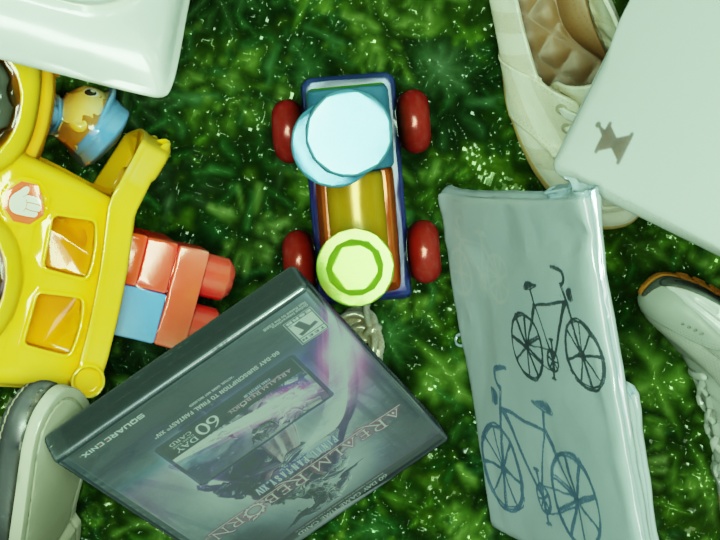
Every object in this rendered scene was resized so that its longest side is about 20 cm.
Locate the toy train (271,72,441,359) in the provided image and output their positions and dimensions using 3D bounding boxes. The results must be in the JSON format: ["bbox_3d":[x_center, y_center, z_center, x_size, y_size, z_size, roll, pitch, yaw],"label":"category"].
[{"bbox_3d":[0.000,0.000,0.888,0.085,0.116,0.200,-4,96,2],"label":"toy train"}]

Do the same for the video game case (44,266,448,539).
[{"bbox_3d":[-0.049,0.085,0.874,0.143,0.200,0.019,-35,55,4],"label":"video game case"}]

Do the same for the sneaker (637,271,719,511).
[{"bbox_3d":[0.209,0.089,0.919,0.200,0.076,0.092,45,99,-3],"label":"sneaker"}]

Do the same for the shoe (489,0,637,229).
[{"bbox_3d":[0.104,-0.115,0.905,0.070,0.053,0.200,-19,96,3],"label":"shoe"}]

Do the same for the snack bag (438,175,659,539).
[{"bbox_3d":[0.091,0.051,0.861,0.021,0.189,0.200,-12,96,-17],"label":"snack bag"}]

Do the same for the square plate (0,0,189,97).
[{"bbox_3d":[-0.171,-0.186,0.842,0.198,0.028,0.200,13,53,-7],"label":"square plate"}]

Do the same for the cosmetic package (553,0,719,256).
[{"bbox_3d":[0.232,-0.066,0.810,0.165,0.200,0.165,31,99,39],"label":"cosmetic package"}]

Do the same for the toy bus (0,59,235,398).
[{"bbox_3d":[-0.157,-0.032,0.889,0.192,0.136,0.200,11,94,-13],"label":"toy bus"}]

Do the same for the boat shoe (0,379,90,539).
[{"bbox_3d":[-0.180,0.114,0.881,0.063,0.200,0.073,26,54,7],"label":"boat shoe"}]
